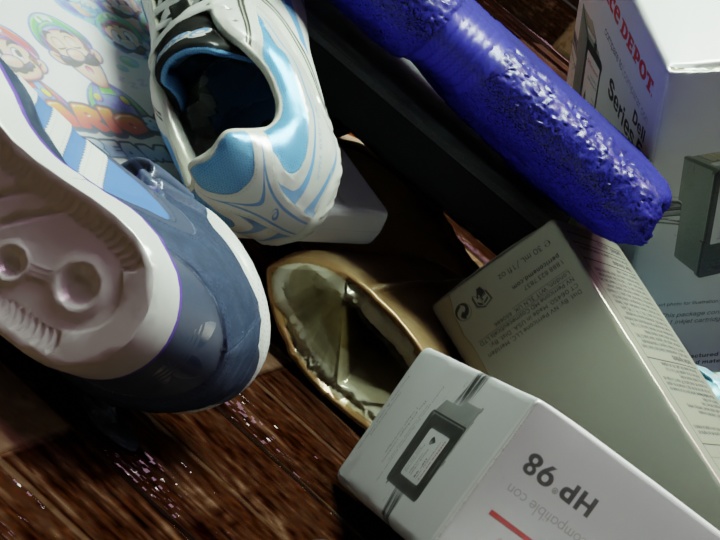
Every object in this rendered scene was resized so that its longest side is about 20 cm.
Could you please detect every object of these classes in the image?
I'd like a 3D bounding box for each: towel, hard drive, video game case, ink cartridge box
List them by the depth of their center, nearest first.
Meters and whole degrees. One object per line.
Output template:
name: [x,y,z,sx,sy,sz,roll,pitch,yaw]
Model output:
ink cartridge box: [0.072,0.096,0.820,0.116,0.067,0.200,37,-4,-13]
video game case: [-0.105,-0.083,0.996,0.200,0.024,0.182,3,42,-43]
towel: [0.048,-0.089,1.024,0.200,0.050,0.148,41,9,-7]
hard drive: [0.016,-0.088,1.112,0.200,0.033,0.140,40,17,-16]
ink cartridge box: [0.161,-0.067,1.166,0.084,0.200,0.146,-4,41,-10]

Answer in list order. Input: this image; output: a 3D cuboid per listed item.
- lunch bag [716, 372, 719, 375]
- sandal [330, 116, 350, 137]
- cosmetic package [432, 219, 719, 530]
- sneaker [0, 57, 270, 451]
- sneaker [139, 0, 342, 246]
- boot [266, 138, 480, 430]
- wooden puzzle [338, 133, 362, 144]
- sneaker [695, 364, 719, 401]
lunch bag: [0.154,0.073,1.254,0.160,0.076,0.200,26,16,-38]
sandal: [-0.063,-0.087,1.116,0.075,0.048,0.200,37,33,18]
cosmetic package: [0.125,0.082,1.021,0.200,0.073,0.104,60,17,19]
sneaker: [-0.116,-0.022,0.807,0.200,0.081,0.146,40,3,19]
sneaker: [-0.060,-0.095,0.955,0.072,0.072,0.200,44,17,-44]
boot: [0.000,0.000,1.082,0.175,0.066,0.200,42,13,12]
wooden puzzle: [0.027,-0.072,1.274,0.200,0.037,0.185,29,11,0]
sneaker: [0.140,0.062,1.118,0.200,0.082,0.074,63,11,19]
